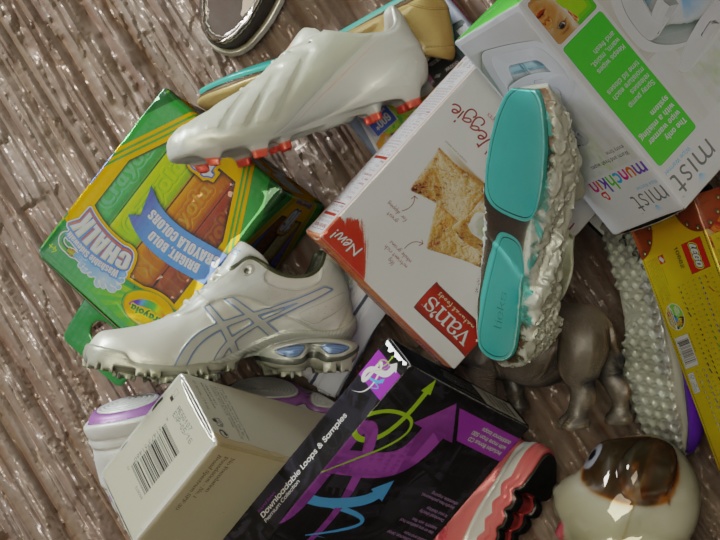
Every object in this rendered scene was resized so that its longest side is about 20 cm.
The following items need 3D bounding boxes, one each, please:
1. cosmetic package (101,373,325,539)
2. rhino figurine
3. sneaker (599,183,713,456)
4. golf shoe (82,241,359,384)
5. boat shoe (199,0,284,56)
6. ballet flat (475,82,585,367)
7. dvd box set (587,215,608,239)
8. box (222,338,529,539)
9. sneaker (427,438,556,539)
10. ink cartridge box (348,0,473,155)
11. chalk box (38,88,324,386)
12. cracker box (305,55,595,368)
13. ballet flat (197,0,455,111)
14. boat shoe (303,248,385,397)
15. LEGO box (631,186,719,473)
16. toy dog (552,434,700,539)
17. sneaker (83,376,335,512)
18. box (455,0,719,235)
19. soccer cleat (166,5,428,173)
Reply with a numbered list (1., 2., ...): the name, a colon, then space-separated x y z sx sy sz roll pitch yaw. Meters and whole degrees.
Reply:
1. cosmetic package: -0.070 0.150 1.614 0.104 0.199 0.073 -51 46 21
2. rhino figurine: 0.101 0.063 1.661 0.198 0.060 0.088 3 99 31
3. sneaker: 0.236 0.029 1.631 0.099 0.069 0.202 -13 101 -23
4. golf shoe: -0.100 0.030 1.610 0.198 0.078 0.098 -4 92 -22
5. boat shoe: -0.079 -0.263 1.741 0.071 0.059 0.202 20 90 14
6. ballet flat: 0.116 -0.033 1.526 0.071 0.072 0.202 14 114 15
7. dvd box set: 0.194 -0.140 1.645 0.146 0.029 0.200 43 91 -9
8. box: 0.007 0.153 1.586 0.200 0.143 0.036 -50 47 12
9. sneaker: 0.059 0.197 1.669 0.087 0.074 0.201 34 89 28
10. ink cartridge box: 0.070 -0.105 1.701 0.119 0.042 0.200 -40 79 7
11. chalk box: -0.144 -0.011 1.700 0.125 0.124 0.201 39 94 15
12. cracker box: 0.078 -0.051 1.587 0.134 0.058 0.200 43 86 -12
13. ballet flat: -0.023 -0.141 1.678 0.199 0.069 0.063 -23 93 14
14. boat shoe: 0.000 0.000 1.664 0.066 0.074 0.201 31 110 2
15. LEGO box: 0.291 0.036 1.566 0.148 0.077 0.202 -17 84 -32
16. toy dog: 0.202 0.212 1.588 0.192 0.139 0.202 -20 79 10
17. sneaker: -0.102 0.135 1.714 0.198 0.075 0.101 -7 102 13
18. box: 0.196 -0.157 1.547 0.177 0.097 0.200 49 64 -8
19. soccer cleat: -0.048 -0.125 1.610 0.199 0.069 0.078 -19 91 -17
